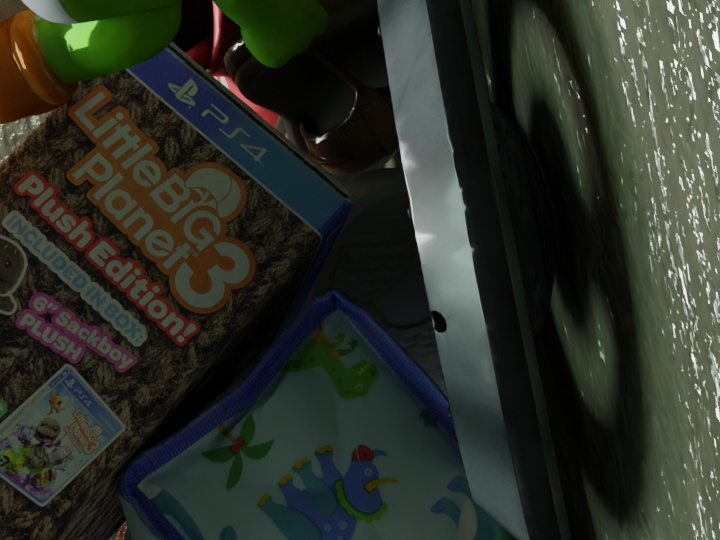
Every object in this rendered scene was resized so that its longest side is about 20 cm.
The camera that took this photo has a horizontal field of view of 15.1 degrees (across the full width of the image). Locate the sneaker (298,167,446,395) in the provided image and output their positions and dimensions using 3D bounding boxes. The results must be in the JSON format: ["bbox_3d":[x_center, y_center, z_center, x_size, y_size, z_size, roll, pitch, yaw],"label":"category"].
[{"bbox_3d":[0.000,0.000,1.079,0.201,0.073,0.119,81,169,-54],"label":"sneaker"}]

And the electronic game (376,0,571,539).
[{"bbox_3d":[0.038,-0.014,0.820,0.200,0.041,0.201,-11,-90,-87],"label":"electronic game"}]

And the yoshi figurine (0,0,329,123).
[{"bbox_3d":[-0.044,-0.127,0.846,0.112,0.199,0.112,32,-139,-50],"label":"yoshi figurine"}]

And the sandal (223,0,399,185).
[{"bbox_3d":[-0.001,-0.060,1.003,0.055,0.082,0.200,56,172,14],"label":"sandal"}]

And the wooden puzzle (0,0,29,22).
[{"bbox_3d":[-0.154,-0.190,1.235,0.046,0.185,0.201,-6,82,43],"label":"wooden puzzle"}]

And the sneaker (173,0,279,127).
[{"bbox_3d":[-0.061,-0.097,1.000,0.085,0.077,0.200,-56,-19,-17],"label":"sneaker"}]

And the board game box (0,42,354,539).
[{"bbox_3d":[-0.112,0.040,0.940,0.097,0.200,0.160,40,158,5],"label":"board game box"}]

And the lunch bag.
[{"bbox_3d":[0.011,0.129,0.940,0.200,0.127,0.170,46,167,6],"label":"lunch bag"}]
